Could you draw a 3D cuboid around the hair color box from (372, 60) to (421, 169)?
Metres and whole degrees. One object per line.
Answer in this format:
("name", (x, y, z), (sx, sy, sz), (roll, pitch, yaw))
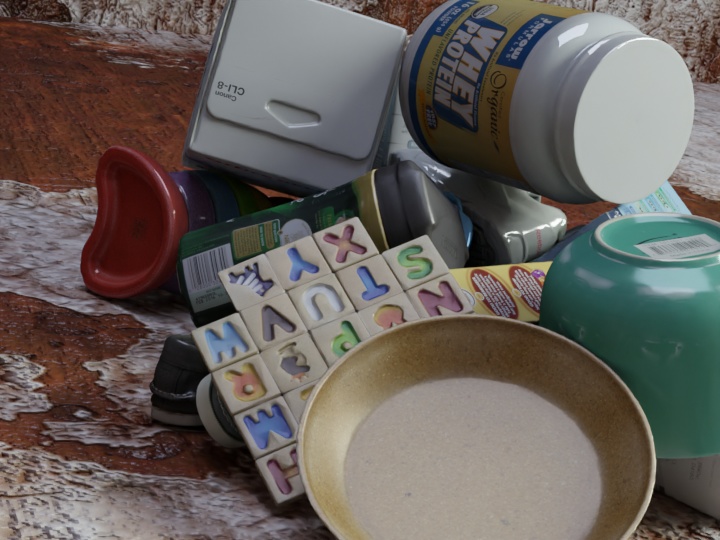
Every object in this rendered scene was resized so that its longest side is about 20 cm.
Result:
("hair color box", (0.055, -0.084, 1.490), (0.099, 0.200, 0.061), (3, 15, -21))

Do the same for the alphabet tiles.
("alphabet tiles", (-0.003, 0.057, 1.015), (0.166, 0.006, 0.200), (-22, 58, -15))

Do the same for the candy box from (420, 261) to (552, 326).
("candy box", (0.102, 0.051, 1.143), (0.200, 0.117, 0.056), (-5, 50, -42))

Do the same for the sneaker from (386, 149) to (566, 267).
("sneaker", (0.095, -0.050, 1.378), (0.099, 0.078, 0.200), (-16, 33, -27))

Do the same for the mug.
("mug", (0.193, 0.026, 1.046), (0.152, 0.115, 0.185), (7, 23, 23))

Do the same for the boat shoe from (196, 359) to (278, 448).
("boat shoe", (-0.029, 0.061, 1.107), (0.062, 0.073, 0.200), (-27, 0, 34))

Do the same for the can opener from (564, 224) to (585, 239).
("can opener", (0.139, -0.016, 1.485), (0.200, 0.079, 0.063), (-13, 42, -45))

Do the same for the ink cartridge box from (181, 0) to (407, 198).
("ink cartridge box", (-0.060, -0.141, 1.379), (0.145, 0.145, 0.200), (16, -1, -9))

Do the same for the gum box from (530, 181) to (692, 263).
("gum box", (0.163, 0.002, 1.316), (0.045, 0.170, 0.200), (55, 25, 3))

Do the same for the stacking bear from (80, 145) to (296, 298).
("stacking bear", (-0.115, -0.029, 1.394), (0.200, 0.122, 0.114), (4, 11, -46))

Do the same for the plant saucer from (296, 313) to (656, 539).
("plant saucer", (0.064, 0.109, 0.939), (0.200, 0.035, 0.200), (0, 45, 0))

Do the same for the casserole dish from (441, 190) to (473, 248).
("casserole dish", (0.000, 0.000, 1.301), (0.200, 0.039, 0.121), (-9, 44, 24))

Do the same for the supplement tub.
("supplement tub", (0.140, -0.131, 1.275), (0.145, 0.145, 0.200), (-3, 16, -36))

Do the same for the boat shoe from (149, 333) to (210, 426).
("boat shoe", (-0.071, 0.059, 1.152), (0.067, 0.057, 0.200), (14, 15, 28))

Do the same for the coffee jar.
("coffee jar", (-0.026, -0.011, 1.217), (0.200, 0.085, 0.104), (-17, -21, 16))

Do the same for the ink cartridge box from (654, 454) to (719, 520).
("ink cartridge box", (0.240, 0.109, 1.102), (0.116, 0.067, 0.200), (-6, 19, -40))
